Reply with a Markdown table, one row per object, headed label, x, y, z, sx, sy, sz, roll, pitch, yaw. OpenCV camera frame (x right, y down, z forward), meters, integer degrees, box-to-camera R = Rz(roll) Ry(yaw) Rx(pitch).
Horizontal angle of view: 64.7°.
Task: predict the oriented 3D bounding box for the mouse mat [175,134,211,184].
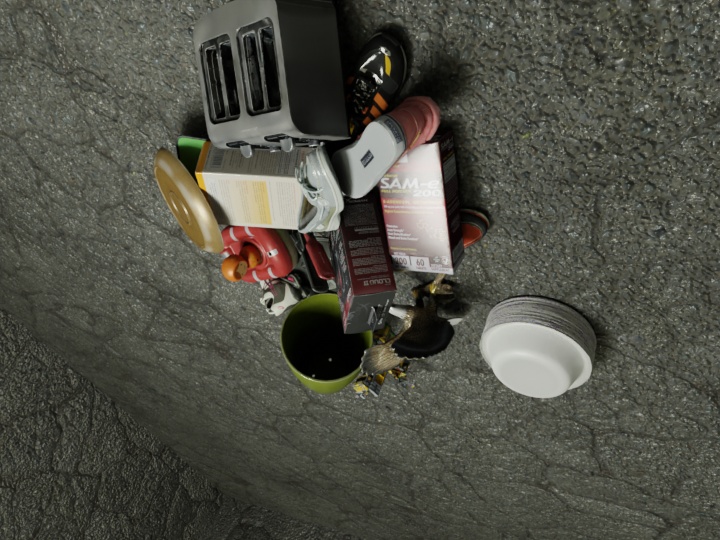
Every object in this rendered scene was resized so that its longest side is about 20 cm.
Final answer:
| label | x | y | z | sx | sy | sz | roll | pitch | yaw |
| --- | --- | --- | --- | --- | --- | --- | --- | --- | --- |
| mouse mat | -0.214 | -0.160 | 0.984 | 0.195 | 0.008 | 0.162 | 6 | 143 | -7 |

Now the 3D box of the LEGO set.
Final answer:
| label | x | y | z | sx | sy | sz | roll | pitch | yaw |
| --- | --- | --- | --- | --- | --- | --- | --- | --- | --- |
| LEGO set | 0.023 | 0.215 | 1.286 | 0.198 | 0.117 | 0.154 | -16 | 127 | 45 |

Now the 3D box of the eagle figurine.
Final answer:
| label | x | y | z | sx | sy | sz | roll | pitch | yaw |
| --- | --- | --- | --- | --- | --- | --- | --- | --- | --- |
| eagle figurine | 0.096 | 0.107 | 1.025 | 0.148 | 0.202 | 0.153 | 10 | 145 | 19 |

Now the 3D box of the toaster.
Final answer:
| label | x | y | z | sx | sy | sz | roll | pitch | yaw |
| --- | --- | --- | --- | --- | --- | --- | --- | --- | --- |
| toaster | -0.112 | -0.256 | 0.737 | 0.178 | 0.118 | 0.205 | 4 | 105 | 40 |

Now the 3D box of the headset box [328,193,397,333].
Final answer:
| label | x | y | z | sx | sy | sz | roll | pitch | yaw |
| --- | --- | --- | --- | --- | --- | --- | --- | --- | --- |
| headset box | 0.000 | 0.000 | 0.947 | 0.073 | 0.204 | 0.149 | -6 | 152 | -11 |

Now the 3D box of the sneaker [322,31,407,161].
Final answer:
| label | x | y | z | sx | sy | sz | roll | pitch | yaw |
| --- | --- | --- | --- | --- | --- | --- | --- | --- | --- |
| sneaker | 0.000 | -0.224 | 0.778 | 0.069 | 0.091 | 0.200 | 31 | 145 | -5 |

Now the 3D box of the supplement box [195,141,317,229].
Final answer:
| label | x | y | z | sx | sy | sz | roll | pitch | yaw |
| --- | --- | --- | --- | --- | --- | --- | --- | --- | --- |
| supplement box | -0.159 | -0.138 | 0.943 | 0.195 | 0.075 | 0.127 | 4 | 144 | 0 |

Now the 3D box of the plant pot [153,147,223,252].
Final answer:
| label | x | y | z | sx | sy | sz | roll | pitch | yaw |
| --- | --- | --- | --- | --- | --- | --- | --- | --- | --- |
| plant pot | -0.303 | -0.113 | 0.983 | 0.200 | 0.027 | 0.202 | 43 | 153 | 28 |

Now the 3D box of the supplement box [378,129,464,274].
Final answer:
| label | x | y | z | sx | sy | sz | roll | pitch | yaw |
| --- | --- | --- | --- | --- | --- | --- | --- | --- | --- |
| supplement box | 0.090 | -0.100 | 0.848 | 0.107 | 0.061 | 0.204 | 4 | 119 | 30 |

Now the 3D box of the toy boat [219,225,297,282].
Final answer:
| label | x | y | z | sx | sy | sz | roll | pitch | yaw |
| --- | --- | --- | --- | --- | --- | --- | --- | --- | --- |
| toy boat | -0.221 | -0.026 | 1.126 | 0.197 | 0.131 | 0.132 | -11 | 115 | 42 |

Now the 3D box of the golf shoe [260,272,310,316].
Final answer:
| label | x | y | z | sx | sy | sz | roll | pitch | yaw |
| --- | --- | --- | --- | --- | --- | --- | --- | --- | --- |
| golf shoe | -0.186 | 0.043 | 1.214 | 0.078 | 0.088 | 0.199 | 51 | 161 | -20 |

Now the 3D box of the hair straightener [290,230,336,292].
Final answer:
| label | x | y | z | sx | sy | sz | roll | pitch | yaw |
| --- | --- | --- | --- | --- | --- | --- | --- | --- | --- |
| hair straightener | -0.105 | -0.037 | 1.035 | 0.202 | 0.040 | 0.078 | 60 | 138 | 32 |

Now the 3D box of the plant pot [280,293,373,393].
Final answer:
| label | x | y | z | sx | sy | sz | roll | pitch | yaw |
| --- | --- | --- | --- | --- | --- | --- | --- | --- | --- |
| plant pot | -0.071 | 0.181 | 1.194 | 0.184 | 0.189 | 0.201 | 21 | 149 | 9 |

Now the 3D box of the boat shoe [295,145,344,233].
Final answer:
| label | x | y | z | sx | sy | sz | roll | pitch | yaw |
| --- | --- | --- | --- | --- | --- | --- | --- | --- | --- |
| boat shoe | -0.065 | -0.107 | 0.828 | 0.202 | 0.064 | 0.076 | 106 | 145 | -73 |

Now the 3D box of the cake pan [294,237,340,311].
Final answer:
| label | x | y | z | sx | sy | sz | roll | pitch | yaw |
| --- | --- | --- | --- | --- | --- | --- | --- | --- | --- |
| cake pan | -0.052 | 0.017 | 1.162 | 0.197 | 0.037 | 0.202 | 19 | 144 | 14 |

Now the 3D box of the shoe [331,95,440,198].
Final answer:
| label | x | y | z | sx | sy | sz | roll | pitch | yaw |
| --- | --- | --- | --- | --- | --- | --- | --- | --- | --- |
| shoe | 0.031 | -0.163 | 0.765 | 0.072 | 0.090 | 0.200 | 57 | 156 | -3 |

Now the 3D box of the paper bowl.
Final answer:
| label | x | y | z | sx | sy | sz | roll | pitch | yaw |
| --- | --- | --- | --- | --- | --- | --- | --- | --- | --- |
| paper bowl | 0.313 | 0.149 | 1.020 | 0.197 | 0.105 | 0.203 | 19 | 143 | 15 |

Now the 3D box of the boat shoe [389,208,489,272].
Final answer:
| label | x | y | z | sx | sy | sz | roll | pitch | yaw |
| --- | --- | --- | --- | --- | --- | --- | --- | --- | --- |
| boat shoe | 0.124 | -0.044 | 0.943 | 0.198 | 0.063 | 0.071 | -17 | 124 | 44 |
